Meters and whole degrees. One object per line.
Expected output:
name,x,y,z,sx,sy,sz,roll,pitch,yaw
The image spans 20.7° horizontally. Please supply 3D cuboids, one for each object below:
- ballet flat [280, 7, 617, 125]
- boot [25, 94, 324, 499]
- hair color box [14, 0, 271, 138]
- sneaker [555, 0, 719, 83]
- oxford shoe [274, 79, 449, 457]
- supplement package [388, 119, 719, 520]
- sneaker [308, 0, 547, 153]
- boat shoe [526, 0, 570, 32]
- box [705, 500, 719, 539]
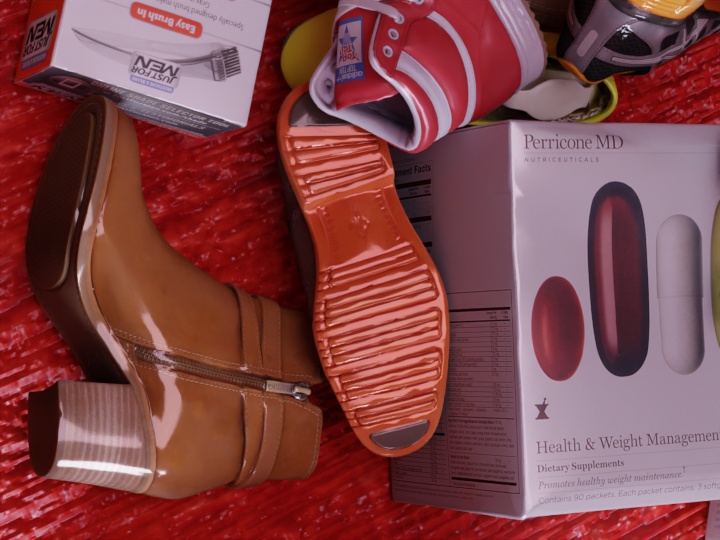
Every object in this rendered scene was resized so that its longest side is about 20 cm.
ballet flat,0.056,-0.107,1.086,0.200,0.067,0.067,2,117,-28
boot,-0.087,0.016,1.011,0.155,0.077,0.200,5,78,-31
hair color box,-0.100,-0.180,1.021,0.111,0.064,0.200,16,79,-27
sneaker,0.161,-0.149,1.118,0.078,0.077,0.200,44,22,14
oxford shoe,0.000,0.000,1.048,0.071,0.073,0.200,-10,86,-11
supplement package,0.127,0.025,1.076,0.191,0.147,0.200,-2,88,-27
sneaker,0.002,-0.154,0.995,0.112,0.071,0.200,-39,98,-29
boat shoe,0.058,-0.191,1.099,0.200,0.065,0.071,22,77,-24
box,0.310,0.082,1.188,0.152,0.106,0.200,14,81,-25
